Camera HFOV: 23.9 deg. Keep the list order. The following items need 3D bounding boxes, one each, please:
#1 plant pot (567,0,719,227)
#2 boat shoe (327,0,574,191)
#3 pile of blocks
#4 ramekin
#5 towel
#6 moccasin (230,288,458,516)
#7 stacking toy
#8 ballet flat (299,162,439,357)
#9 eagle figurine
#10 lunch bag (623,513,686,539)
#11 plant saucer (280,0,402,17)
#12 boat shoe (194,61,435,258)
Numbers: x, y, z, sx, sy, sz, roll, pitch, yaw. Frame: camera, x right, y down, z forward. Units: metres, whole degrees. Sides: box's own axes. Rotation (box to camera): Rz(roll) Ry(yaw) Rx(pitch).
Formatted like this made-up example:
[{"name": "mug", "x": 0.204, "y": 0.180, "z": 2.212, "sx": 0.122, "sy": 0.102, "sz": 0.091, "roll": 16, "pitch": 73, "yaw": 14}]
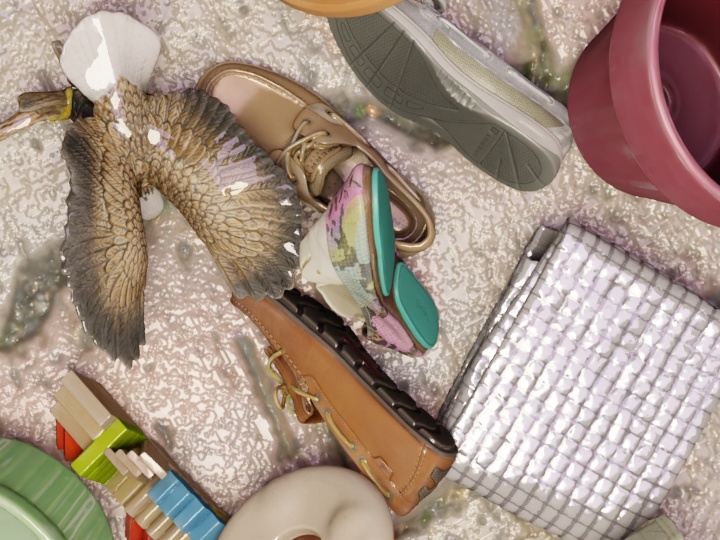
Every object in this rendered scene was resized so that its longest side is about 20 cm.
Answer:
[{"name": "plant pot", "x": 0.234, "y": -0.121, "z": 1.130, "sx": 0.198, "sy": 0.179, "sz": 0.202, "roll": 1, "pitch": 86, "yaw": -19}, {"name": "boat shoe", "x": 0.064, "y": -0.139, "z": 1.193, "sx": 0.201, "sy": 0.074, "sz": 0.065, "roll": 36, "pitch": 53, "yaw": -2}, {"name": "pile of blocks", "x": -0.150, "y": 0.160, "z": 1.181, "sx": 0.062, "sy": 0.082, "sz": 0.200, "roll": -45, "pitch": 95, "yaw": -1}, {"name": "ramekin", "x": -0.259, "y": 0.209, "z": 1.142, "sx": 0.198, "sy": 0.098, "sz": 0.202, "roll": 4, "pitch": 109, "yaw": 11}, {"name": "towel", "x": 0.155, "y": 0.082, "z": 1.198, "sx": 0.165, "sy": 0.086, "sz": 0.201, "roll": 28, "pitch": 92, "yaw": -3}, {"name": "moccasin", "x": -0.022, "y": 0.083, "z": 1.172, "sx": 0.201, "sy": 0.074, "sz": 0.078, "roll": 44, "pitch": 105, "yaw": 15}, {"name": "stacking toy", "x": 0.000, "y": 0.240, "z": 1.162, "sx": 0.146, "sy": 0.146, "sz": 0.200, "roll": -42, "pitch": 129, "yaw": -1}, {"name": "ballet flat", "x": 0.000, "y": 0.000, "z": 1.140, "sx": 0.071, "sy": 0.200, "sz": 0.070, "roll": -2, "pitch": 60, "yaw": 15}, {"name": "eagle figurine", "x": -0.143, "y": -0.058, "z": 1.139, "sx": 0.152, "sy": 0.151, "sz": 0.201, "roll": -44, "pitch": 61, "yaw": 18}, {"name": "lunch bag", "x": 0.178, "y": 0.276, "z": 1.153, "sx": 0.163, "sy": 0.118, "sz": 0.201, "roll": -32, "pitch": 126, "yaw": -2}, {"name": "plant saucer", "x": -0.009, "y": -0.272, "z": 1.144, "sx": 0.199, "sy": 0.037, "sz": 0.202, "roll": -5, "pitch": 80, "yaw": 26}, {"name": "boat shoe", "x": -0.028, "y": -0.081, "z": 1.186, "sx": 0.199, "sy": 0.065, "sz": 0.072, "roll": 33, "pitch": 90, "yaw": -4}]
